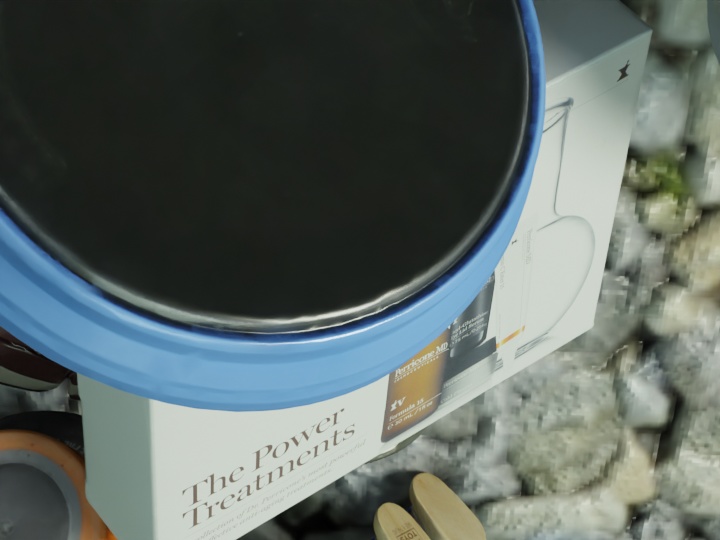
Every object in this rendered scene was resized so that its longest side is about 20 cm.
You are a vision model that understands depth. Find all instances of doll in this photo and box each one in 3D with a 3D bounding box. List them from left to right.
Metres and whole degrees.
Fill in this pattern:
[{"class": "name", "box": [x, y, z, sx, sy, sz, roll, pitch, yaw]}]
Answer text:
[{"class": "doll", "box": [-0.035, 0.172, 0.942, 0.048, 0.136, 0.200, 48, 118, 7]}]

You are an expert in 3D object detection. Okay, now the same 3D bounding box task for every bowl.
[{"class": "bowl", "box": [-0.038, -0.061, 0.615, 0.200, 0.202, 0.039, 14, 156, -13]}]

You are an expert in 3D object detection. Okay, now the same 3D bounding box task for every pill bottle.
[{"class": "pill bottle", "box": [-0.114, 0.115, 0.833, 0.106, 0.107, 0.200, -2, 164, 5]}]

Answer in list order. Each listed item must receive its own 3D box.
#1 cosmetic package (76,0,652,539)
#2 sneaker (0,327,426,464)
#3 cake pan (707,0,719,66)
[{"class": "cosmetic package", "box": [0.000, 0.000, 0.713, 0.199, 0.052, 0.151, -29, 144, -26]}, {"class": "sneaker", "box": [-0.056, 0.004, 0.787, 0.199, 0.076, 0.116, 12, 134, -9]}, {"class": "cake pan", "box": [0.185, -0.100, 0.630, 0.199, 0.037, 0.201, -20, 144, -15]}]
